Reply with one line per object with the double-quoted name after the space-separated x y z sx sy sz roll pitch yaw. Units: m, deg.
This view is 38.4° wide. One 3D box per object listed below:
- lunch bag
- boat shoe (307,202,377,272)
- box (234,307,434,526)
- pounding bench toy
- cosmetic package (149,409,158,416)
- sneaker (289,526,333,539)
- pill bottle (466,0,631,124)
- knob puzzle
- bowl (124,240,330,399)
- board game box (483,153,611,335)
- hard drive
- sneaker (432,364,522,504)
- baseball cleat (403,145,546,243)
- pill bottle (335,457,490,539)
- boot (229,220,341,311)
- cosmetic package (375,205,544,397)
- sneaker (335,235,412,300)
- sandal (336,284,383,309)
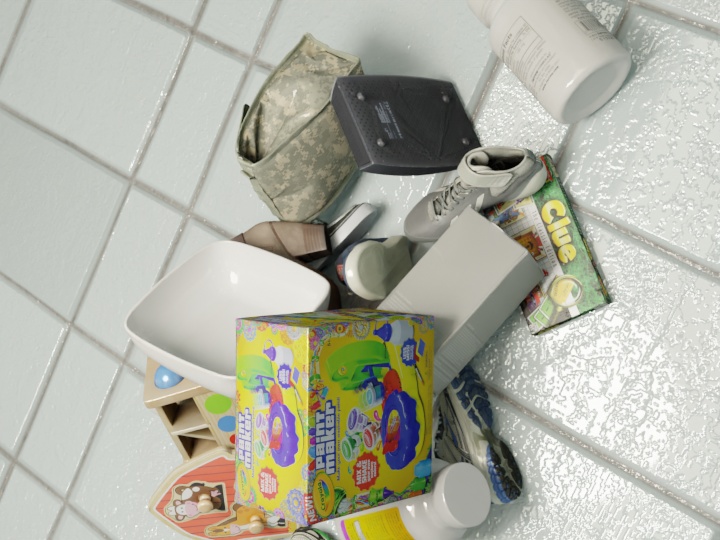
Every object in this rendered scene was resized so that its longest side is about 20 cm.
-0.075 -0.170 1.334 0.117 0.164 0.200 30 75 28 "lunch bag"
-0.063 -0.035 1.398 0.199 0.074 0.068 -44 80 28 "boat shoe"
-0.027 0.149 1.122 0.122 0.192 0.201 4 95 45 "box"
-0.155 0.141 1.310 0.199 0.156 0.124 -17 35 4 "pounding bench toy"
-0.198 0.124 1.433 0.200 0.071 0.102 -41 24 20 "cosmetic package"
-0.057 0.433 1.339 0.078 0.085 0.201 -20 75 26 "sneaker"
0.220 -0.283 1.241 0.114 0.114 0.200 -44 66 18 "pill bottle"
-0.172 0.302 1.330 0.219 0.219 0.031 -37 36 21 "knob puzzle"
-0.152 0.063 1.225 0.199 0.200 0.075 22 139 27 "bowl"
0.222 -0.032 1.267 0.105 0.023 0.201 -27 73 22 "board game box"
0.058 -0.177 1.281 0.042 0.199 0.135 -39 66 44 "hard drive"
0.119 0.199 1.272 0.085 0.077 0.201 -30 71 28 "sneaker"
0.123 -0.101 1.258 0.199 0.106 0.070 -27 58 21 "baseball cleat"
0.063 0.285 1.239 0.200 0.104 0.105 -29 70 49 "pill bottle"
-0.104 0.027 1.321 0.146 0.070 0.201 -13 60 13 "boot"
0.111 0.036 1.233 0.200 0.090 0.107 -45 57 -1 "cosmetic package"
0.000 0.000 1.285 0.084 0.200 0.075 -9 92 19 "sneaker"
-0.055 0.057 1.355 0.202 0.050 0.083 2 53 10 "sandal"
